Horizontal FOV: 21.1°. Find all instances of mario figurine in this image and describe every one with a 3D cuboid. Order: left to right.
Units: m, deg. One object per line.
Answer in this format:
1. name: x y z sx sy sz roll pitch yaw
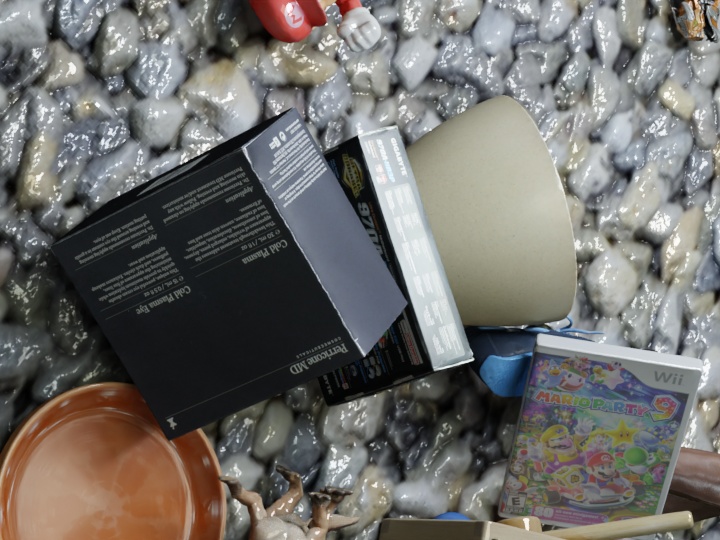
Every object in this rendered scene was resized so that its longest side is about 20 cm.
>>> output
1. mario figurine: -0.015 -0.268 1.642 0.123 0.106 0.200 30 56 11

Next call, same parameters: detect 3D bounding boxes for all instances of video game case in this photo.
1. video game case: 0.205 0.148 1.677 0.143 0.200 0.018 9 36 1

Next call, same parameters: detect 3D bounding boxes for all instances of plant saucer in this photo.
1. plant saucer: -0.200 0.189 1.521 0.200 0.032 0.201 4 83 -33

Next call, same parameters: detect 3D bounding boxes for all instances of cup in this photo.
1. cup: 0.079 -0.035 1.645 0.143 0.200 0.201 -15 93 -13

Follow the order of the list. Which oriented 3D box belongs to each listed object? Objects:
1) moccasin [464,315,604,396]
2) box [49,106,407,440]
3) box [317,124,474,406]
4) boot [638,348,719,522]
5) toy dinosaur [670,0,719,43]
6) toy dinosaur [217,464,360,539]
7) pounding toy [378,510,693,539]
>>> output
1. moccasin: 0.165 0.072 1.719 0.200 0.068 0.081 16 116 -52
2. box: -0.101 0.004 1.492 0.182 0.200 0.104 61 29 -10
3. box: 0.000 0.000 1.579 0.046 0.159 0.200 -15 85 -37
4. boot: 0.286 0.159 1.761 0.200 0.186 0.064 19 41 -26
5. toy dinosaur: 0.362 -0.323 1.903 0.135 0.102 0.200 9 101 -15
6. toy dinosaur: -0.068 0.236 1.561 0.200 0.086 0.136 -1 104 -71
7. pounding toy: 0.141 0.256 1.629 0.184 0.200 0.142 17 75 -30
